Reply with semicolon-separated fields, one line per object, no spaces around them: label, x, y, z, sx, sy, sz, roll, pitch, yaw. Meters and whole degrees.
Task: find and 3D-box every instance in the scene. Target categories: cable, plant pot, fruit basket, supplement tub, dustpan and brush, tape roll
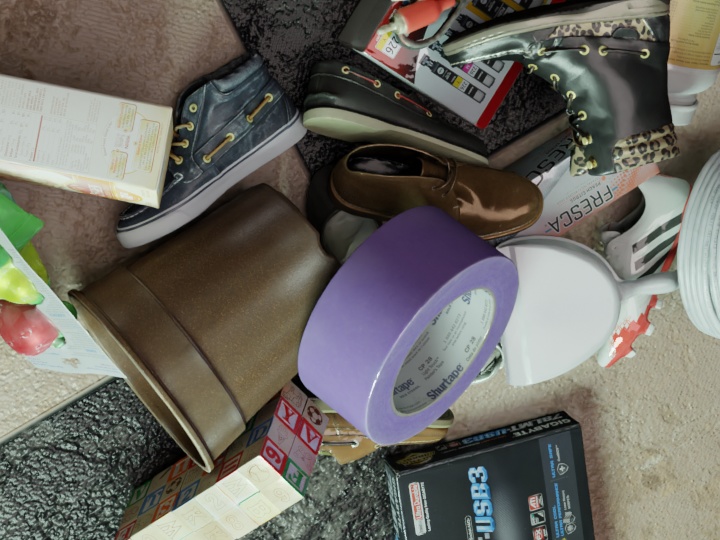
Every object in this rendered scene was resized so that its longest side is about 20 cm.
cable;0.096;-0.249;1.560;0.200;0.050;0.097;-15;106;-11
plant pot;-0.120;0.038;1.603;0.198;0.200;0.200;-39;114;-13
fruit basket;-0.296;0.012;1.541;0.200;0.185;0.094;47;66;-24
supplement tub;0.272;-0.246;1.654;0.144;0.145;0.200;8;109;-20
dustpan and brush;0.223;0.026;1.714;0.200;0.057;0.140;-9;99;-5
cable;0.377;-0.029;1.754;0.200;0.069;0.200;-12;109;-50
tape roll;0.043;0.049;1.590;0.200;0.085;0.200;-38;150;-27

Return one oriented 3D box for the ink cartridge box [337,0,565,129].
ink cartridge box;0.110;-0.244;1.641;0.175;0.084;0.200;30;95;-23

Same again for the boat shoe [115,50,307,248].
boat shoe;-0.150;-0.109;1.610;0.200;0.071;0.091;-37;111;-11

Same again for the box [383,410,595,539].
box;0.134;0.259;1.818;0.198;0.050;0.200;-13;109;-15

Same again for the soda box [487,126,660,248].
soda box;0.181;-0.077;1.724;0.200;0.064;0.068;-33;113;-7

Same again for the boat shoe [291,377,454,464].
boat shoe;-0.013;0.147;1.730;0.200;0.072;0.068;8;107;-10

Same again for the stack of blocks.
stack of blocks;-0.129;0.195;1.653;0.200;0.115;0.059;-34;111;28

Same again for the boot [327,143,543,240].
boot;0.074;-0.074;1.638;0.200;0.075;0.074;6;70;-9

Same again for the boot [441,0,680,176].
boot;0.180;-0.156;1.579;0.200;0.073;0.151;-11;103;1

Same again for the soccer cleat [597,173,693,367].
soccer cleat;0.263;-0.003;1.776;0.085;0.069;0.200;23;103;-3

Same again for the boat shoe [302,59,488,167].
boat shoe;0.038;-0.138;1.654;0.201;0.074;0.063;17;72;-32

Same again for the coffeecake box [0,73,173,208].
coffeecake box;-0.258;-0.110;1.494;0.200;0.154;0.073;11;86;-5

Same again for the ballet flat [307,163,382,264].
ballet flat;0.000;0.000;1.686;0.068;0.068;0.200;-17;110;-11

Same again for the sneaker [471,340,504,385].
sneaker;0.127;0.068;1.737;0.200;0.081;0.075;-27;111;-17
